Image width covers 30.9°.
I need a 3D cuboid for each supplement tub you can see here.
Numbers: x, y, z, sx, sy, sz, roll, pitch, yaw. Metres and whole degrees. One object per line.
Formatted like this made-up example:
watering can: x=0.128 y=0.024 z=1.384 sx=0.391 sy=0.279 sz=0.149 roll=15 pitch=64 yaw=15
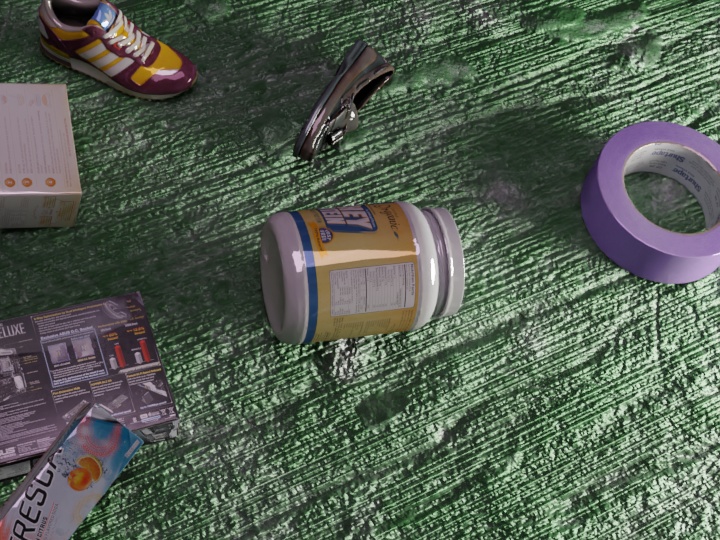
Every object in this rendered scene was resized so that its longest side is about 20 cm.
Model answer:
supplement tub: x=0.000 y=0.000 z=1.423 sx=0.199 sy=0.145 sz=0.145 roll=-6 pitch=61 yaw=-16

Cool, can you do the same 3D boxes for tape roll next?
tape roll: x=0.377 y=-0.086 z=1.604 sx=0.200 sy=0.066 sz=0.201 roll=6 pitch=59 yaw=-10

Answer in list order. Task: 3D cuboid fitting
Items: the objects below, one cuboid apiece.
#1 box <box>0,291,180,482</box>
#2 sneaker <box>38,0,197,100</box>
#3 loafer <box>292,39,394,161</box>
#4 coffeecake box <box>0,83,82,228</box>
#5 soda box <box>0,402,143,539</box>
box: x=-0.304 y=0.118 z=1.343 sx=0.200 sy=0.050 sz=0.158 roll=-13 pitch=63 yaw=-19
sneaker: x=-0.291 y=-0.271 z=1.554 sx=0.199 sy=0.090 sz=0.075 roll=17 pitch=57 yaw=-2
loafer: x=-0.017 y=-0.204 z=1.589 sx=0.063 sy=0.072 sz=0.200 roll=29 pitch=56 yaw=-1
coffeecake box: x=-0.421 y=-0.127 z=1.436 sx=0.199 sy=0.073 sz=0.154 roll=-2 pitch=60 yaw=-22
soda box: x=-0.297 y=0.222 z=1.238 sx=0.064 sy=0.068 sz=0.200 roll=41 pitch=71 yaw=-13
